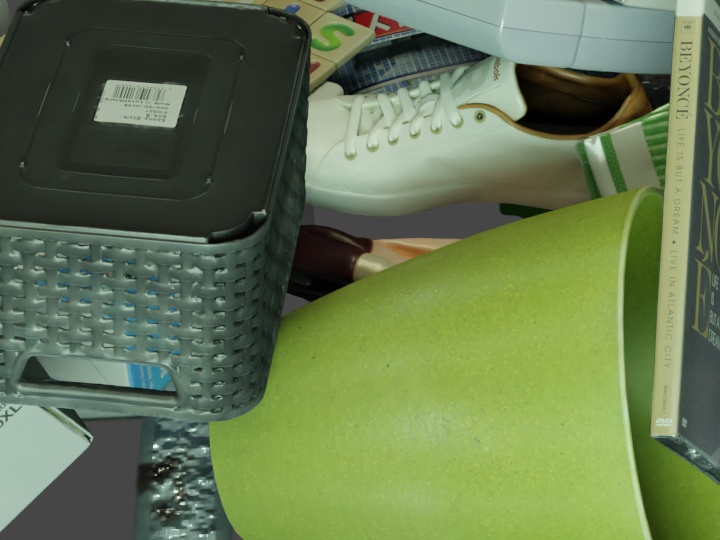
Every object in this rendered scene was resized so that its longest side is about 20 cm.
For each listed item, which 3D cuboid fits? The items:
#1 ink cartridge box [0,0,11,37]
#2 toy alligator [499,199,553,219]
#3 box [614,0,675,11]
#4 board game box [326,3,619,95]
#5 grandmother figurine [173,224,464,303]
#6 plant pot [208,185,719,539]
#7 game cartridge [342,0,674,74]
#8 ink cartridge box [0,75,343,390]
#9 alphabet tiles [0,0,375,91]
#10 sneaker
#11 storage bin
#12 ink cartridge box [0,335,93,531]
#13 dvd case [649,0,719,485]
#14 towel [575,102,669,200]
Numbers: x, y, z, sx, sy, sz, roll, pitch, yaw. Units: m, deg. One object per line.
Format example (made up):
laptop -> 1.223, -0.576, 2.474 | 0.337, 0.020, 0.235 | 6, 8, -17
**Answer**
ink cartridge box -> -0.277, -0.075, 1.477 | 0.145, 0.085, 0.200 | 4, 41, 11
toy alligator -> 0.169, -0.021, 1.385 | 0.200, 0.054, 0.059 | 0, 46, 6
box -> 0.127, -0.175, 1.376 | 0.117, 0.060, 0.200 | 3, 16, -31
board game box -> 0.067, -0.123, 1.509 | 0.200, 0.062, 0.200 | -12, 41, -7
grandmother figurine -> 0.000, 0.000, 1.333 | 0.200, 0.121, 0.061 | 12, 74, -9
plant pot -> 0.043, 0.067, 1.228 | 0.200, 0.187, 0.187 | -7, 39, 19
game cartridge -> 0.101, -0.127, 1.361 | 0.200, 0.040, 0.133 | -3, 16, -44
ink cartridge box -> -0.103, -0.028, 1.416 | 0.116, 0.067, 0.200 | 21, 48, 27
alphabet tiles -> -0.098, -0.116, 1.459 | 0.166, 0.006, 0.200 | 25, 50, 30
sneaker -> 0.045, -0.077, 1.356 | 0.200, 0.085, 0.073 | 0, 47, 7
storage bin -> -0.098, -0.033, 1.220 | 0.135, 0.094, 0.200 | 5, 35, 3
ink cartridge box -> -0.234, 0.055, 1.286 | 0.145, 0.083, 0.200 | -44, 48, 3
dvd case -> 0.156, -0.013, 1.219 | 0.016, 0.149, 0.200 | 0, 77, 20
towel -> 0.214, -0.028, 1.331 | 0.200, 0.153, 0.023 | -20, 7, -13
